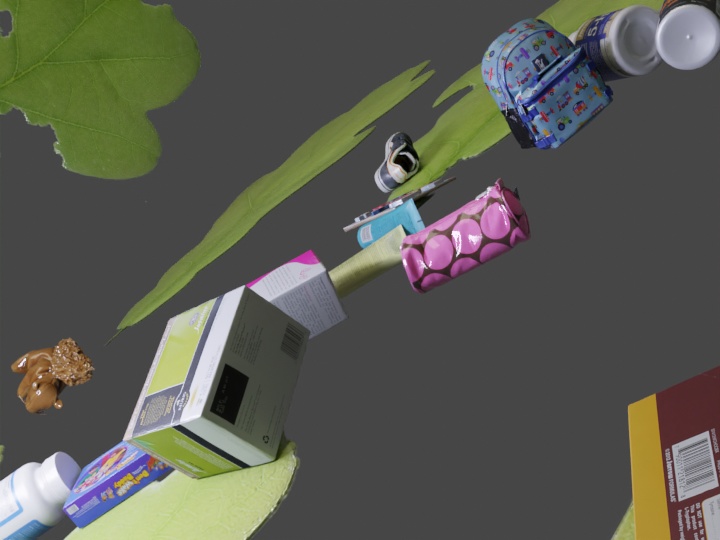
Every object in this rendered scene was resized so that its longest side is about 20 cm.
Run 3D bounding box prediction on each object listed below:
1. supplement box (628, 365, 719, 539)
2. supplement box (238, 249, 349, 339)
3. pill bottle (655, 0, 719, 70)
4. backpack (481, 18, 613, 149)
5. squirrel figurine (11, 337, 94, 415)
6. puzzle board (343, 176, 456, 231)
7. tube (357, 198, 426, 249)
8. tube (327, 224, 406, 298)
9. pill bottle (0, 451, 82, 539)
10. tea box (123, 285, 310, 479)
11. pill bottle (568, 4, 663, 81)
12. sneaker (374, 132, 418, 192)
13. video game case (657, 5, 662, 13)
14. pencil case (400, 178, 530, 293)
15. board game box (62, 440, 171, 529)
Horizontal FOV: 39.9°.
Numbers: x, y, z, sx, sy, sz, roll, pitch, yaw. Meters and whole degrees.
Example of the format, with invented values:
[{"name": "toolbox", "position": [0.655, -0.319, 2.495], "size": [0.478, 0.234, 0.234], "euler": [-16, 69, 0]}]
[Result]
[{"name": "supplement box", "position": [0.263, 0.133, 0.517], "size": [0.199, 0.133, 0.198], "euler": [-29, 15, 24]}, {"name": "supplement box", "position": [-0.134, 0.067, 1.619], "size": [0.198, 0.104, 0.101], "euler": [-29, 26, -5]}, {"name": "pill bottle", "position": [0.545, -0.410, 1.635], "size": [0.106, 0.107, 0.200], "euler": [-27, 16, 30]}, {"name": "backpack", "position": [0.317, -0.333, 1.726], "size": [0.182, 0.201, 0.135], "euler": [-35, 14, -4]}, {"name": "squirrel figurine", "position": [-0.770, 0.266, 2.482], "size": [0.199, 0.142, 0.187], "euler": [-38, 21, 2]}, {"name": "puzzle board", "position": [0.076, -0.133, 1.924], "size": [0.150, 0.018, 0.199], "euler": [-21, 7, 46]}, {"name": "tube", "position": [0.059, -0.075, 1.777], "size": [0.050, 0.078, 0.199], "euler": [-33, 8, -26]}, {"name": "tube", "position": [0.000, 0.000, 1.716], "size": [0.199, 0.058, 0.052], "euler": [-33, -2, 10]}, {"name": "pill bottle", "position": [-0.555, 0.389, 1.637], "size": [0.199, 0.113, 0.112], "euler": [-33, 14, 6]}, {"name": "tea box", "position": [-0.196, 0.159, 1.369], "size": [0.196, 0.133, 0.202], "euler": [-20, 43, 43]}, {"name": "pill bottle", "position": [0.455, -0.406, 1.801], "size": [0.119, 0.120, 0.200], "euler": [-38, 14, -12]}, {"name": "sneaker", "position": [0.097, -0.255, 2.237], "size": [0.079, 0.078, 0.201], "euler": [-31, 26, 36]}, {"name": "video game case", "position": [0.677, -0.551, 1.944], "size": [0.199, 0.022, 0.182], "euler": [-19, 22, 51]}, {"name": "pencil case", "position": [0.146, -0.047, 1.432], "size": [0.199, 0.094, 0.091], "euler": [-30, 15, 24]}, {"name": "board game box", "position": [-0.369, 0.311, 1.585], "size": [0.199, 0.045, 0.135], "euler": [-34, 15, 8]}]
